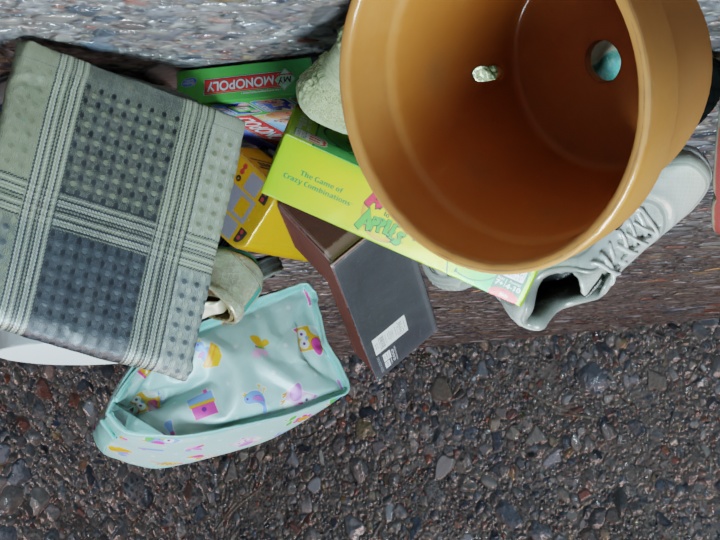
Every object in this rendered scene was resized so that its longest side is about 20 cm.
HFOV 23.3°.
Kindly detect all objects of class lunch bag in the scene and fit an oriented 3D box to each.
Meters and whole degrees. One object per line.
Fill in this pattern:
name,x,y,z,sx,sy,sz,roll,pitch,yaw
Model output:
lunch bag,-0.131,0.097,1.469,0.198,0.123,0.170,-19,175,-17

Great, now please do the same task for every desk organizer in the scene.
desk organizer,0.000,0.000,1.416,0.072,0.077,0.201,-39,151,-11

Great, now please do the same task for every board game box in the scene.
board game box,-0.043,-0.127,1.361,0.133,0.029,0.200,-5,172,17
board game box,0.032,-0.049,1.250,0.198,0.048,0.102,23,-164,-5

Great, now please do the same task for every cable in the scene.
cable,-0.095,0.014,1.507,0.096,0.051,0.200,-18,-176,-25

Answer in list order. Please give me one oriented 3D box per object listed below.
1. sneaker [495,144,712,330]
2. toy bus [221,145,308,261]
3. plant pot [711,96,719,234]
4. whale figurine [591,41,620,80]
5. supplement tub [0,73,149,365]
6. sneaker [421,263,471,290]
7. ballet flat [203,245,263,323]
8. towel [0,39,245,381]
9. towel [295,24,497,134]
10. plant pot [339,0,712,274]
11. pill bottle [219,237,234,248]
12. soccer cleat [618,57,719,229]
sneaker,0.193,-0.022,1.369,0.199,0.075,0.081,-35,-152,11
toy bus,-0.048,-0.051,1.453,0.078,0.065,0.199,41,-164,29
plant pot,0.338,-0.089,1.208,0.175,0.203,0.200,5,175,15
whale figurine,0.151,-0.112,1.232,0.158,0.105,0.199,3,172,-33
supplement tub,-0.213,-0.036,1.316,0.143,0.202,0.145,-1,170,0
sneaker,0.061,-0.050,1.399,0.075,0.088,0.200,-32,-156,-7
ballet flat,-0.175,0.004,1.397,0.198,0.063,0.068,6,143,21
towel,-0.180,-0.042,1.229,0.191,0.202,0.034,18,171,-33
towel,0.064,-0.104,1.165,0.199,0.037,0.148,28,150,-11
plant pot,0.107,-0.110,0.980,0.199,0.202,0.139,-8,-173,41
pill bottle,-0.168,-0.057,1.537,0.110,0.112,0.200,-5,172,24
soccer cleat,0.201,-0.081,1.320,0.199,0.081,0.067,-38,133,18
